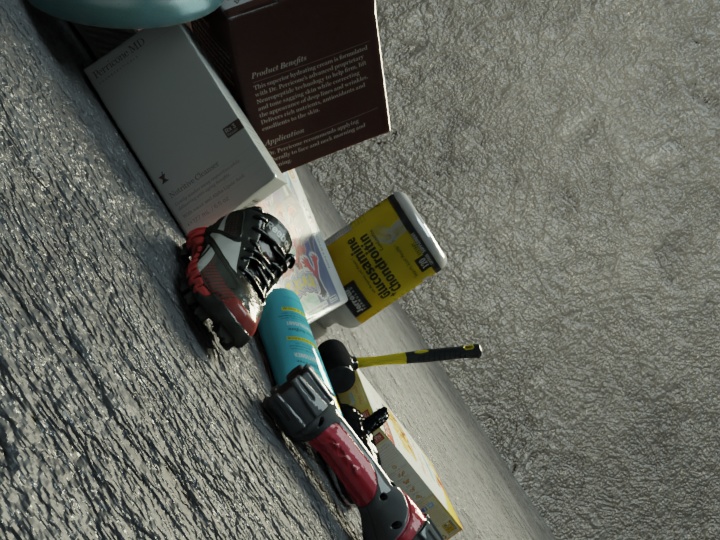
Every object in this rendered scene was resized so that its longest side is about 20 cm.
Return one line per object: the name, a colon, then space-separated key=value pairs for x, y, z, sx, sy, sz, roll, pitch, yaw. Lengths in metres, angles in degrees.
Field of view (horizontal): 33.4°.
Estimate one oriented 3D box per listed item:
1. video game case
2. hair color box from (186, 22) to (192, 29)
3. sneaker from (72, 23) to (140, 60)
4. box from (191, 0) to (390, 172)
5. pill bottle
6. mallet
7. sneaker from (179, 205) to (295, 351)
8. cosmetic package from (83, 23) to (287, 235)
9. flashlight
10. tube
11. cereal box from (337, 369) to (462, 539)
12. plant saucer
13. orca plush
video game case: x=-0.087 y=-0.028 z=1.340 sx=0.184 sy=0.023 sz=0.200 roll=67 pitch=21 yaw=-2
hair color box: x=-0.178 y=-0.281 z=1.420 sx=0.061 sy=0.197 sz=0.101 roll=-112 pitch=-165 yaw=-70
sneaker: x=-0.277 y=-0.288 z=1.321 sx=0.202 sy=0.075 sz=0.105 roll=64 pitch=8 yaw=-8
box: x=-0.081 y=-0.241 z=1.303 sx=0.164 sy=0.164 sz=0.202 roll=51 pitch=-24 yaw=47
pill bottle: x=0.000 y=0.000 z=1.491 sx=0.113 sy=0.199 sz=0.112 roll=55 pitch=4 yaw=-6
mallet: x=0.047 y=0.109 z=1.408 sx=0.066 sy=0.197 sz=0.042 roll=-98 pitch=-173 yaw=-60
sneaker: x=-0.103 y=-0.003 z=1.045 sx=0.071 sy=0.097 sz=0.201 roll=56 pitch=5 yaw=-23
cosmetic package: x=-0.173 y=-0.143 z=1.203 sx=0.201 sy=0.112 sz=0.081 roll=55 pitch=4 yaw=2
flashlight: x=-0.009 y=0.179 z=1.042 sx=0.201 sy=0.068 sz=0.068 roll=53 pitch=-20 yaw=-6
tube: x=-0.059 y=0.098 z=1.156 sx=0.077 sy=0.051 sz=0.201 roll=18 pitch=30 yaw=-31
cereal box: x=0.043 y=0.218 z=1.442 sx=0.201 sy=0.039 sz=0.144 roll=54 pitch=5 yaw=-31
plant saucer: x=-0.230 y=-0.289 z=1.175 sx=0.201 sy=0.198 sz=0.028 roll=-118 pitch=-151 yaw=-50
orca plush: x=0.006 y=0.168 z=1.190 sx=0.106 sy=0.071 sz=0.200 roll=56 pitch=4 yaw=2
